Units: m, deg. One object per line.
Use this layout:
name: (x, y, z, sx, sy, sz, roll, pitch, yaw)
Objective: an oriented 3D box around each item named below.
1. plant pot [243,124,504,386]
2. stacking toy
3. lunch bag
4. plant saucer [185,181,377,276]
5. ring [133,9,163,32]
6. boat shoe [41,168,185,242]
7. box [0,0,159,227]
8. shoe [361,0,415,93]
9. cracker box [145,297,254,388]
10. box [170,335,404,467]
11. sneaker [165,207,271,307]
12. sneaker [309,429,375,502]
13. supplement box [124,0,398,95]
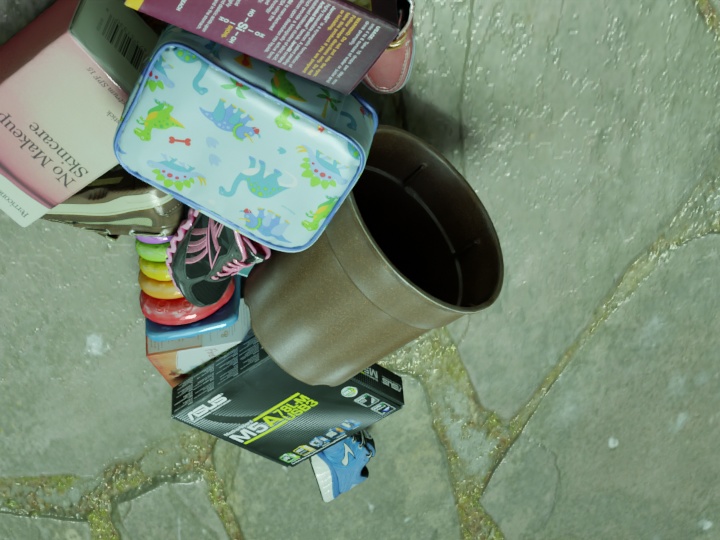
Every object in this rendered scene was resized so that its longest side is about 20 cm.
plant pot: (0.000, 0.000, 1.175, 0.199, 0.202, 0.198, 29, 131, -29)
stacking toy: (-0.200, -0.033, 1.294, 0.108, 0.117, 0.202, -10, 124, 3)
lunch bag: (-0.099, -0.113, 1.021, 0.198, 0.083, 0.161, 27, 131, -10)
plant saucer: (-0.082, -0.072, 1.237, 0.196, 0.028, 0.202, -3, 131, -4)
ring: (-0.144, -0.196, 1.181, 0.197, 0.019, 0.202, -3, 135, -3)
boat shoe: (-0.263, -0.059, 1.230, 0.199, 0.075, 0.076, 3, 128, 30)
box: (-0.279, -0.154, 1.132, 0.198, 0.110, 0.128, -29, 123, 27)
shoe: (0.015, -0.225, 1.111, 0.070, 0.092, 0.202, -6, 135, 2)
cracker box: (-0.135, 0.084, 1.410, 0.196, 0.059, 0.134, -10, 154, 5)
box: (-0.083, 0.144, 1.395, 0.199, 0.048, 0.192, -31, 138, 31)
sneaker: (-0.127, -0.027, 1.180, 0.078, 0.096, 0.202, -20, 145, -38)
sneaker: (-0.031, 0.213, 1.574, 0.088, 0.079, 0.202, -20, 137, -6)
supplement box: (-0.074, -0.233, 0.946, 0.198, 0.112, 0.086, 18, 139, -27)
